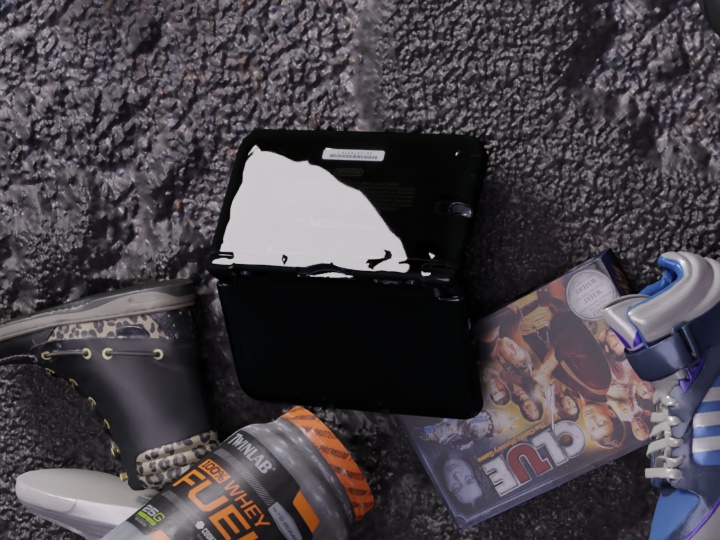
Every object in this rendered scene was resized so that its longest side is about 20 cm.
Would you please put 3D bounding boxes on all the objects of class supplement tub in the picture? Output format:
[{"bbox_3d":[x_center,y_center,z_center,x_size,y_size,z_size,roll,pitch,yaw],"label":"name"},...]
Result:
[{"bbox_3d":[-0.094,0.198,1.541,0.200,0.123,0.123,-38,88,-17],"label":"supplement tub"}]

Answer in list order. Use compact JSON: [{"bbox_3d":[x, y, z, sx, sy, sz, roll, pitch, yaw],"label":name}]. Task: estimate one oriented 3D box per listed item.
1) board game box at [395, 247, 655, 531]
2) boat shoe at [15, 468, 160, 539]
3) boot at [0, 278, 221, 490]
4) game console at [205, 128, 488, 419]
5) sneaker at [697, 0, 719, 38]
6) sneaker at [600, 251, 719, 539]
[{"bbox_3d":[0.126,0.089,1.523,0.199,0.035,0.136,-29,92,24],"label":"board game box"},{"bbox_3d":[-0.181,0.208,1.653,0.198,0.072,0.069,11,104,7],"label":"boat shoe"},{"bbox_3d":[-0.205,0.099,1.623,0.202,0.073,0.155,-14,93,19],"label":"boot"},{"bbox_3d":[0.000,0.000,1.535,0.198,0.117,0.177,3,65,24],"label":"game console"},{"bbox_3d":[0.299,-0.138,1.379,0.200,0.082,0.073,43,115,7],"label":"sneaker"},{"bbox_3d":[0.208,0.087,1.426,0.146,0.081,0.201,32,82,-10],"label":"sneaker"}]
